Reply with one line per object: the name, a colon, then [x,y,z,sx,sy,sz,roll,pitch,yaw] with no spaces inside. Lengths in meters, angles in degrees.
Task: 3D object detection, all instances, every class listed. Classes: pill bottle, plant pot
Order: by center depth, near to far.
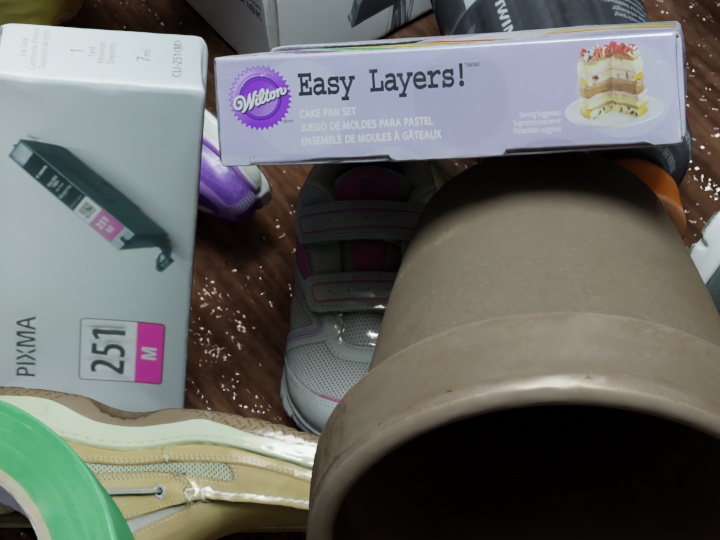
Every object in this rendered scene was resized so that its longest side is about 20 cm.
plant pot: [0.077,0.048,0.947,0.200,0.200,0.175,-1,47,0]
pill bottle: [0.104,-0.089,1.153,0.106,0.106,0.200,-9,52,-7]

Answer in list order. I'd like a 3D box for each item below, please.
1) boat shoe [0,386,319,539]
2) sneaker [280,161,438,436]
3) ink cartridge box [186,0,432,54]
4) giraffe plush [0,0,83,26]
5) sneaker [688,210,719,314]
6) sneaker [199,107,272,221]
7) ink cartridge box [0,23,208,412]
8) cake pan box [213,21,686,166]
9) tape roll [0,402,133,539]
boat shoe: [-0.089,0.106,1.033,0.200,0.072,0.076,5,65,19]
sneaker: [0.000,0.000,1.082,0.081,0.088,0.200,-3,44,-2]
ink cartridge box: [-0.010,-0.208,1.262,0.200,0.084,0.144,-31,58,-22]
giraffe plush: [-0.128,-0.198,1.139,0.162,0.200,0.173,2,94,15]
sneaker: [0.224,-0.029,1.072,0.085,0.200,0.074,40,20,12]
sneaker: [-0.139,-0.049,1.159,0.200,0.081,0.084,12,65,21]
ink cartridge box: [-0.161,-0.021,1.029,0.173,0.200,0.044,3,41,-5]
cake pan box: [0.043,-0.078,0.995,0.200,0.184,0.052,-3,95,10]
tape roll: [-0.192,0.150,0.964,0.200,0.048,0.201,-5,62,10]
